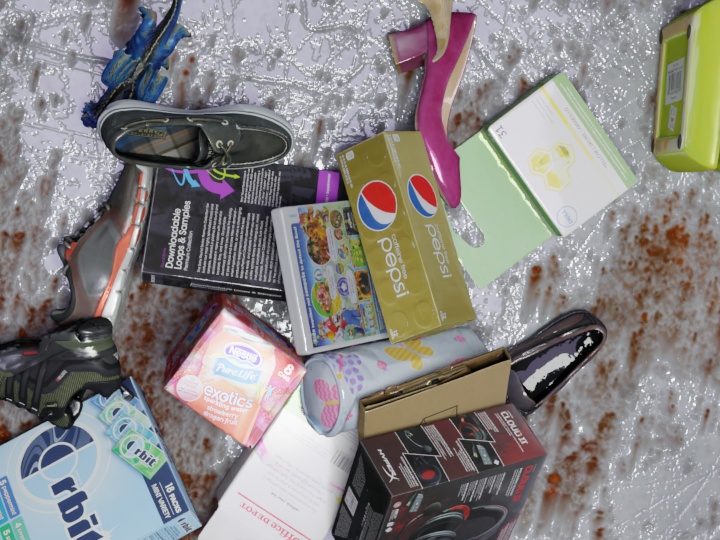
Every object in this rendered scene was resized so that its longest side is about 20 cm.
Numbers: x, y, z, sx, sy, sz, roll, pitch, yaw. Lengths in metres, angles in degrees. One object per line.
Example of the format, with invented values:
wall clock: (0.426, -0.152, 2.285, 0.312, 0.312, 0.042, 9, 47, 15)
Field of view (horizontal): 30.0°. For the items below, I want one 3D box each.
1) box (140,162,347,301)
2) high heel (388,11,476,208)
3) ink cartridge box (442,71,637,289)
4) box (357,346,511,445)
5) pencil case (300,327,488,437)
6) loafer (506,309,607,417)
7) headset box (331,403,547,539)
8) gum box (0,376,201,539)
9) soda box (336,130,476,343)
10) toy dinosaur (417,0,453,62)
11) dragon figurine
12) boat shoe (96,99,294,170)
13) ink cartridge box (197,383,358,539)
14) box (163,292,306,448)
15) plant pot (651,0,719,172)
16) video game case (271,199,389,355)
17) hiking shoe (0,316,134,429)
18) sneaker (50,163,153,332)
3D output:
box: (-0.116, -0.045, 1.366, 0.199, 0.036, 0.144, 9, 66, -9)
high heel: (0.098, -0.168, 1.388, 0.096, 0.067, 0.201, -16, 75, 3)
ink cartridge box: (0.171, -0.093, 1.423, 0.200, 0.048, 0.146, -37, 98, -6)
box: (0.073, 0.173, 1.363, 0.163, 0.021, 0.200, -18, 138, -18)
pencil case: (0.037, 0.112, 1.363, 0.199, 0.083, 0.091, -7, 134, -33)
loafer: (0.178, 0.113, 1.429, 0.200, 0.063, 0.072, -38, 98, -3)
headset box: (0.085, 0.220, 1.341, 0.199, 0.075, 0.149, -10, 137, -28)
gum box: (-0.282, 0.225, 1.339, 0.199, 0.045, 0.170, -27, 58, -5)
soda box: (0.045, -0.034, 1.332, 0.068, 0.064, 0.201, -22, 81, 38)
toy dinosaur: (0.086, -0.299, 1.387, 0.101, 0.058, 0.201, -12, 73, -7)
dragon figurine: (-0.215, -0.201, 1.317, 0.059, 0.200, 0.100, 30, 54, -15)
boat shoe: (-0.157, -0.124, 1.317, 0.199, 0.057, 0.069, 2, 124, -21)
ink cartridge box: (-0.072, 0.219, 1.402, 0.117, 0.067, 0.200, 35, 88, -9)
box: (-0.124, 0.092, 1.318, 0.103, 0.200, 0.095, 37, 89, -8)
plant pot: (0.406, -0.184, 1.377, 0.181, 0.200, 0.200, 4, 94, 0)
video game case: (0.000, 0.000, 1.353, 0.200, 0.018, 0.144, -9, 88, -46)
hiking shoe: (-0.326, 0.117, 1.335, 0.199, 0.076, 0.101, -17, 96, 19)
sneaker: (-0.264, -0.028, 1.357, 0.082, 0.077, 0.201, 17, 91, -2)
